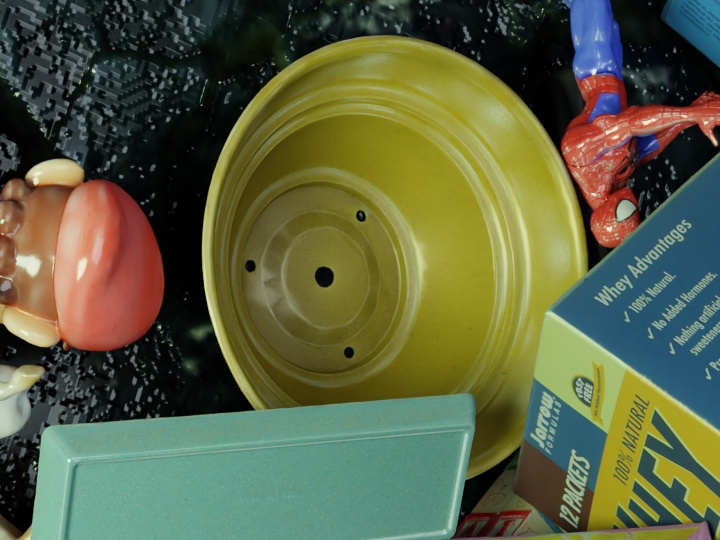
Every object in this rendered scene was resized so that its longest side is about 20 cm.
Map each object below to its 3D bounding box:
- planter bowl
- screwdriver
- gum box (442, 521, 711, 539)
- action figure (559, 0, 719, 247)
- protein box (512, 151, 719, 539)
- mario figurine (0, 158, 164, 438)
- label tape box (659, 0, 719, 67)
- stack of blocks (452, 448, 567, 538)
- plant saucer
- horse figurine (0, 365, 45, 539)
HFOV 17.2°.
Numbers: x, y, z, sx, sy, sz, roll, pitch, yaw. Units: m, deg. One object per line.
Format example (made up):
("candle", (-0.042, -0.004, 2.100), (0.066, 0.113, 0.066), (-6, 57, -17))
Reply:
("planter bowl", (0.000, 0.000, 1.082), (0.199, 0.083, 0.202), (4, 82, -30))
("screwdriver", (0.119, -0.002, 1.187), (0.028, 0.029, 0.202), (-10, 92, -30))
("gum box", (0.045, 0.163, 1.005), (0.113, 0.199, 0.067), (-30, 107, -52))
("action figure", (0.138, -0.105, 1.133), (0.065, 0.098, 0.202), (55, 32, -59))
("protein box", (0.209, 0.059, 1.049), (0.199, 0.136, 0.198), (36, 57, 23))
("mario figurine", (-0.180, -0.008, 1.001), (0.198, 0.106, 0.124), (14, 114, -17))
("label tape box", (0.275, -0.159, 1.237), (0.144, 0.063, 0.200), (41, 63, 12))
("stack of blocks", (0.128, 0.186, 1.147), (0.200, 0.058, 0.115), (48, 64, -16))
("plant saucer", (-0.040, 0.092, 0.992), (0.198, 0.019, 0.071), (-3, 116, -28))
("horse figurine", (-0.163, 0.093, 0.973), (0.132, 0.050, 0.200), (-38, 120, 6))
